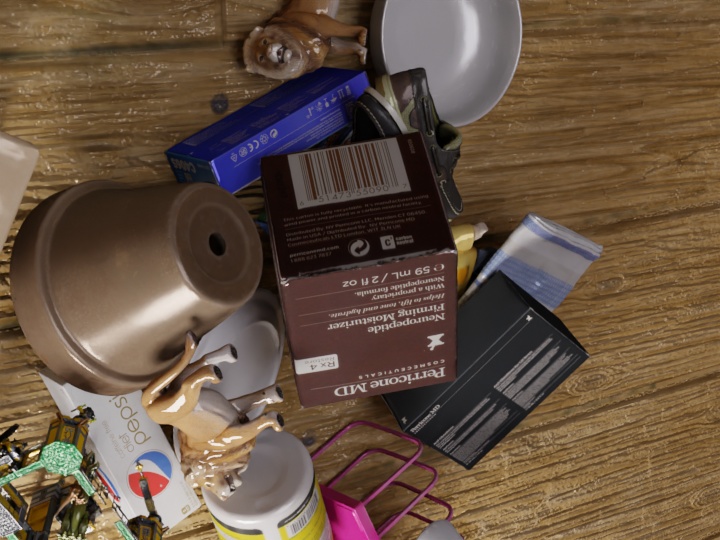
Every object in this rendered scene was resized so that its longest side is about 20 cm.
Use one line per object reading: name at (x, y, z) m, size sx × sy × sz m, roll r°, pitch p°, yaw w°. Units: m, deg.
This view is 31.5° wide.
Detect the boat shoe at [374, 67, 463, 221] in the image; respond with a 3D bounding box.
boat shoe at (0.077, -0.131, 1.356) m, size 0.072 × 0.066 × 0.201 m, roll -89°, pitch 156°, yaw -47°

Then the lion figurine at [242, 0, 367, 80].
lion figurine at (-0.044, -0.282, 1.308) m, size 0.122 × 0.073 × 0.201 m, roll 11°, pitch 74°, yaw 5°

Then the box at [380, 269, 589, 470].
box at (0.141, 0.117, 1.461) m, size 0.200 × 0.079 × 0.141 m, roll -45°, pitch 136°, yaw 10°

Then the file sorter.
file sorter at (0.028, 0.287, 1.434) m, size 0.125 × 0.139 × 0.201 m, roll -37°, pitch 119°, yaw -28°

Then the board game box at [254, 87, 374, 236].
board game box at (-0.008, -0.082, 1.395) m, size 0.200 × 0.034 × 0.135 m, roll -52°, pitch 124°, yaw -16°

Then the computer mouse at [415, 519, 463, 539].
computer mouse at (0.106, 0.366, 1.393) m, size 0.109 × 0.044 × 0.201 m, roll -32°, pitch 117°, yaw -32°

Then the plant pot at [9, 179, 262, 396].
plant pot at (-0.187, 0.000, 1.151) m, size 0.200 × 0.174 × 0.201 m, roll 22°, pitch 61°, yaw -44°

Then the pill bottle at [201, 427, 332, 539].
pill bottle at (-0.090, 0.264, 1.324) m, size 0.114 × 0.114 × 0.201 m, roll -38°, pitch 142°, yaw -24°

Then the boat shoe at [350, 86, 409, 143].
boat shoe at (0.015, -0.109, 1.302) m, size 0.060 × 0.074 × 0.200 m, roll -35°, pitch 155°, yaw -12°

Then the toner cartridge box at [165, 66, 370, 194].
toner cartridge box at (-0.089, -0.143, 1.287) m, size 0.200 × 0.095 × 0.043 m, roll -34°, pitch 117°, yaw -26°

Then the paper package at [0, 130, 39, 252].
paper package at (-0.400, -0.050, 1.075) m, size 0.190 × 0.103 × 0.201 m, roll 24°, pitch 86°, yaw -37°

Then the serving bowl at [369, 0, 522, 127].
serving bowl at (0.085, -0.261, 1.407) m, size 0.199 × 0.066 × 0.201 m, roll -8°, pitch 103°, yaw -34°

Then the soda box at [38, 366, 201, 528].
soda box at (-0.236, 0.168, 1.262) m, size 0.068 × 0.064 × 0.201 m, roll -35°, pitch 117°, yaw -25°

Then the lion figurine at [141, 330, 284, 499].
lion figurine at (-0.148, 0.130, 1.167) m, size 0.122 × 0.073 × 0.200 m, roll -24°, pitch 134°, yaw 14°

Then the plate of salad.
plate of salad at (-0.139, 0.110, 1.305) m, size 0.200 × 0.048 × 0.201 m, roll -49°, pitch 150°, yaw -41°

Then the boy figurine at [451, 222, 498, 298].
boy figurine at (0.104, -0.003, 1.464) m, size 0.199 × 0.064 × 0.125 m, roll 8°, pitch 120°, yaw -41°

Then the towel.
towel at (0.183, 0.029, 1.484) m, size 0.147 × 0.024 × 0.200 m, roll 21°, pitch 112°, yaw -44°

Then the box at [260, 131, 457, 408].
box at (0.000, 0.000, 1.242) m, size 0.165 × 0.165 × 0.201 m, roll -10°, pitch 139°, yaw -4°

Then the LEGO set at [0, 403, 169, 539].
LEGO set at (-0.273, 0.202, 1.197) m, size 0.153 × 0.116 × 0.200 m, roll -31°, pitch 117°, yaw 14°
